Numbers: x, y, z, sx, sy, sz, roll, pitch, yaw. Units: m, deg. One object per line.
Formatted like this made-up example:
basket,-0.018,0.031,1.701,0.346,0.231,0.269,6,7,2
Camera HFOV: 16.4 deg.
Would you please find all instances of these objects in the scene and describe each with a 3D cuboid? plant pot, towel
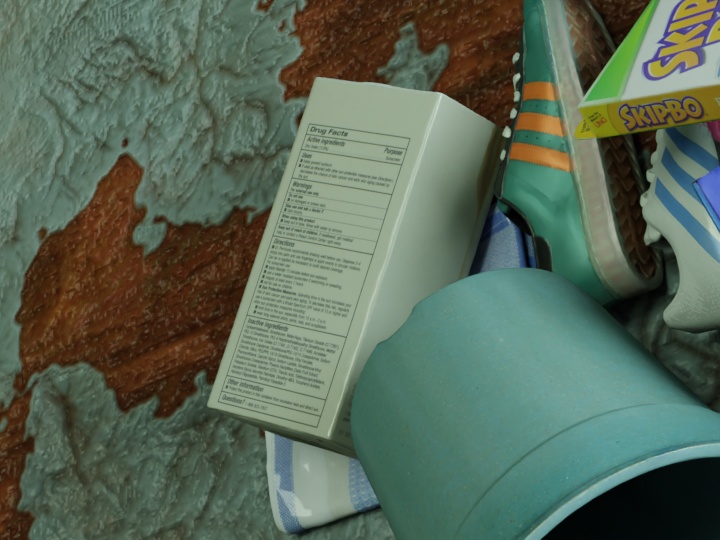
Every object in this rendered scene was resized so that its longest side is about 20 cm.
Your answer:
plant pot,0.097,0.111,1.214,0.200,0.200,0.196,-51,39,12
towel,0.021,0.055,1.411,0.200,0.024,0.147,-24,58,32

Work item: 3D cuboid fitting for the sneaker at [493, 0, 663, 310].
sneaker,0.104,-0.067,1.356,0.080,0.071,0.200,-23,59,28

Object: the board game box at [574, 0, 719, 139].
board game box,0.190,-0.110,1.194,0.200,0.030,0.096,-10,36,48

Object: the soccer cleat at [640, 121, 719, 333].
soccer cleat,0.174,-0.060,1.294,0.086,0.070,0.200,-34,48,41

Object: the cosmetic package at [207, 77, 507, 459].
cosmetic package,0.000,0.000,1.386,0.105,0.071,0.200,13,81,44

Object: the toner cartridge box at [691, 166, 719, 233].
toner cartridge box,0.261,-0.049,1.128,0.200,0.043,0.095,-31,59,9
